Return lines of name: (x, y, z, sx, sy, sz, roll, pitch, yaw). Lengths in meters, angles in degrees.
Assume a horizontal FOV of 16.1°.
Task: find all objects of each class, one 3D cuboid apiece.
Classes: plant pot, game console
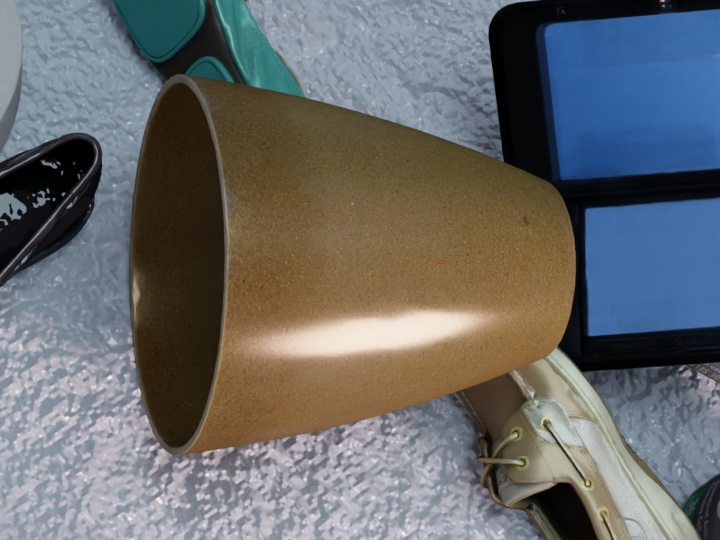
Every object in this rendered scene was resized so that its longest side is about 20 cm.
plant pot: (0.000, 0.000, 1.281, 0.199, 0.186, 0.187, 2, 67, -19)
game console: (0.173, -0.050, 1.379, 0.199, 0.117, 0.177, -4, 56, 10)

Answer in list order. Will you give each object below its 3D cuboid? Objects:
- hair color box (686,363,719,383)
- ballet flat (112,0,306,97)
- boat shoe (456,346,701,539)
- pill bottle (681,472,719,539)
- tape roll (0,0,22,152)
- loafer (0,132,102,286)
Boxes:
hair color box: (0.246, -0.026, 1.486, 0.109, 0.065, 0.201, 27, 61, -11)
ballet flat: (-0.078, -0.123, 1.390, 0.070, 0.067, 0.201, -16, 74, -54)
boat shoe: (0.101, 0.103, 1.356, 0.066, 0.074, 0.200, -37, 81, -30)
pill bottle: (0.255, 0.132, 1.338, 0.112, 0.200, 0.114, 10, 64, -20)
tape roll: (-0.270, -0.107, 1.275, 0.201, 0.037, 0.204, 3, 61, -6)
loafer: (-0.207, -0.008, 1.272, 0.072, 0.063, 0.200, 48, 58, 2)
